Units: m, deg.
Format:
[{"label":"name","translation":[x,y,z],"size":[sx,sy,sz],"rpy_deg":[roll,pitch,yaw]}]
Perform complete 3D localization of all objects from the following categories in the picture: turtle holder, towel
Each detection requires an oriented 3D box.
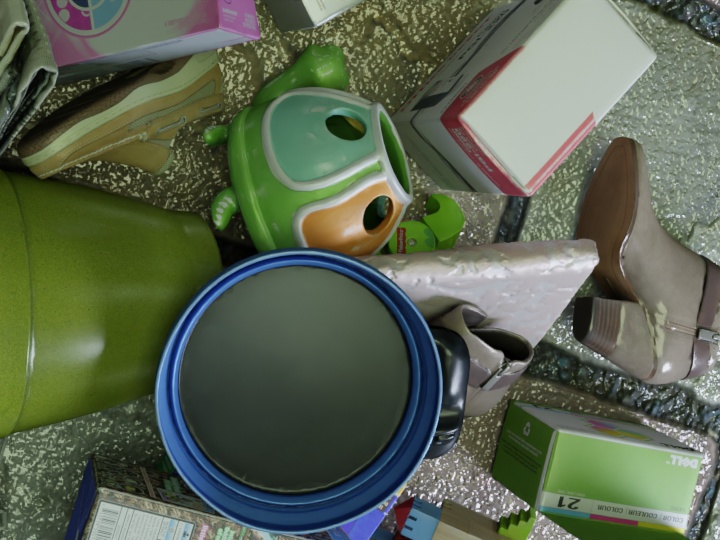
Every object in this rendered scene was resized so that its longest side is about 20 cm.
[{"label":"turtle holder","translation":[-0.031,-0.077,1.006],"size":[0.131,0.186,0.142],"rpy_deg":[-21,115,16]},{"label":"towel","translation":[-0.277,-0.121,0.874],"size":[0.034,0.201,0.193],"rpy_deg":[23,117,-41]},{"label":"towel","translation":[0.067,0.033,1.041],"size":[0.198,0.191,0.033],"rpy_deg":[-6,64,-16]}]

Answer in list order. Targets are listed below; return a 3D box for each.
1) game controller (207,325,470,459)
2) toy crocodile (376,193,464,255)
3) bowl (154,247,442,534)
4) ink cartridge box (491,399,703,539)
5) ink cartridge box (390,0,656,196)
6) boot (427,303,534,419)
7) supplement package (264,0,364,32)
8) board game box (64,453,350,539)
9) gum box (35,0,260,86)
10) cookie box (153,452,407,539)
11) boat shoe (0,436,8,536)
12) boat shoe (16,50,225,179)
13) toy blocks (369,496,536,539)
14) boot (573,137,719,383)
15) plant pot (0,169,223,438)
[{"label":"game controller","translation":[-0.018,0.088,0.959],"size":[0.198,0.042,0.106],"rpy_deg":[2,102,-10]},{"label":"toy crocodile","translation":[0.000,0.000,1.069],"size":[0.199,0.068,0.062],"rpy_deg":[-28,68,-11]},{"label":"bowl","translation":[-0.043,0.082,0.912],"size":[0.198,0.039,0.203],"rpy_deg":[-2,102,-8]},{"label":"ink cartridge box","translation":[0.218,0.176,1.086],"size":[0.146,0.200,0.077],"rpy_deg":[12,93,-18]},{"label":"ink cartridge box","translation":[0.116,-0.137,1.015],"size":[0.085,0.200,0.146],"rpy_deg":[45,83,-12]},{"label":"boot","translation":[0.033,0.076,1.014],"size":[0.199,0.071,0.146],"rpy_deg":[13,138,-43]},{"label":"supplement package","translation":[0.010,-0.282,1.008],"size":[0.199,0.117,0.118],"rpy_deg":[-30,104,-12]},{"label":"board game box","translation":[-0.124,0.244,0.965],"size":[0.198,0.097,0.161],"rpy_deg":[18,93,-16]},{"label":"gum box","translation":[-0.179,-0.204,0.931],"size":[0.198,0.066,0.115],"rpy_deg":[-9,89,21]},{"label":"cookie box","translation":[-0.088,0.199,1.060],"size":[0.171,0.075,0.201],"rpy_deg":[37,85,-17]},{"label":"boat shoe","translation":[-0.308,0.197,1.000],"size":[0.068,0.072,0.202],"rpy_deg":[26,82,-40]},{"label":"boat shoe","translation":[-0.162,-0.104,0.963],"size":[0.200,0.071,0.077],"rpy_deg":[-39,117,-43]},{"label":"toy blocks","translation":[0.046,0.267,1.104],"size":[0.136,0.100,0.202],"rpy_deg":[24,105,2]},{"label":"boot","translation":[0.263,-0.003,1.147],"size":[0.145,0.070,0.202],"rpy_deg":[10,95,-25]},{"label":"plant pot","translation":[-0.207,0.023,0.955],"size":[0.191,0.200,0.203],"rpy_deg":[0,97,-29]}]
